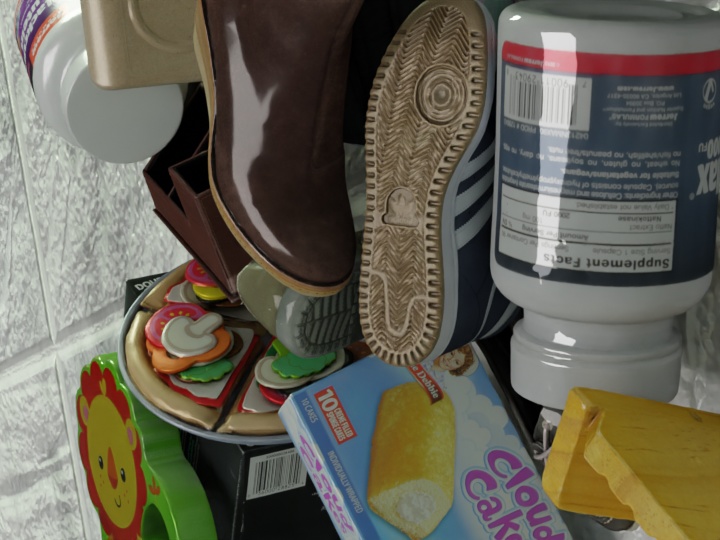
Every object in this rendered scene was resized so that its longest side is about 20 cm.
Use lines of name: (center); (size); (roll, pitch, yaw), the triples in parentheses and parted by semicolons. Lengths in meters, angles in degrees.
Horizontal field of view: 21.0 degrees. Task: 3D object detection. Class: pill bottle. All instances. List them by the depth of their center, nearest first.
pill bottle: (0.126, -0.035, 1.008); (0.119, 0.119, 0.201); (25, 118, 57)
pill bottle: (-0.185, -0.151, 1.400); (0.200, 0.111, 0.112); (-123, 36, -60)

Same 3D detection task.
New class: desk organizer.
desk organizer: (-0.097, -0.058, 1.316); (0.200, 0.071, 0.077); (42, 155, 62)

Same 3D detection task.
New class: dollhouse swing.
dollhouse swing: (0.161, 0.195, 0.962); (0.176, 0.181, 0.200); (-57, 45, 22)

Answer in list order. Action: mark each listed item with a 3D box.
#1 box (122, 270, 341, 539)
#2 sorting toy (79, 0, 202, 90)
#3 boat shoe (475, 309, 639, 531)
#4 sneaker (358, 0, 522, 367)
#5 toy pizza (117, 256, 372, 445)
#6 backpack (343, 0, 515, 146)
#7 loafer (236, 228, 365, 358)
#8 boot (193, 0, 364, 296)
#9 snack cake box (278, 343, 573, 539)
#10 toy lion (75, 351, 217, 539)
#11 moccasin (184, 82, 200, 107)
box: (-0.065, 0.096, 1.345); (0.200, 0.148, 0.125); (50, 141, 45)
sorting toy: (-0.092, -0.221, 1.298); (0.036, 0.199, 0.186); (174, 89, -83)
boat shoe: (0.102, 0.070, 1.113); (0.067, 0.057, 0.201); (105, 153, -44)
sneaker: (0.057, -0.050, 1.072); (0.070, 0.108, 0.201); (14, 101, 34)
toy pizza: (-0.062, 0.037, 1.278); (0.200, 0.199, 0.032); (50, 152, 44)
backpack: (0.022, -0.170, 1.138); (0.166, 0.126, 0.201); (-13, 87, 29)
loafer: (0.000, 0.000, 1.167); (0.069, 0.200, 0.076); (28, 109, 29)
boot: (-0.032, -0.104, 1.040); (0.166, 0.072, 0.201); (-52, 56, 54)
snack cake box: (0.048, 0.141, 1.137); (0.201, 0.115, 0.067); (62, 166, 8)
toy lion: (-0.144, 0.155, 1.299); (0.200, 0.068, 0.193); (25, 120, 60)
moccasin: (-0.117, -0.142, 1.471); (0.078, 0.073, 0.203); (-138, 44, -69)
